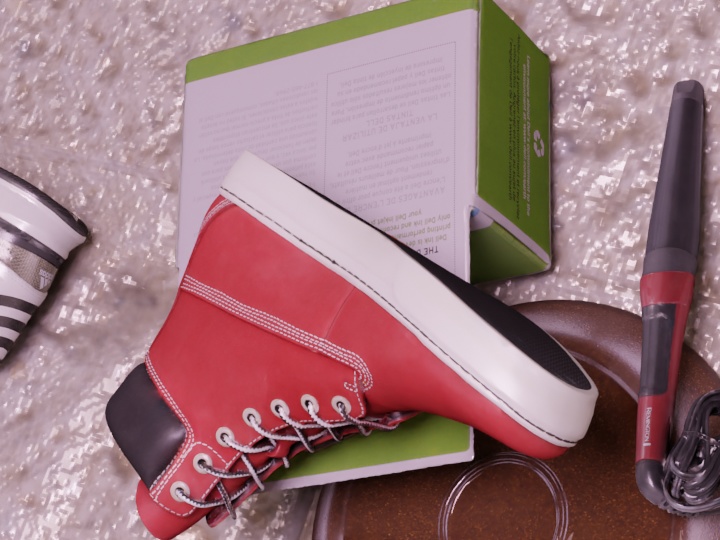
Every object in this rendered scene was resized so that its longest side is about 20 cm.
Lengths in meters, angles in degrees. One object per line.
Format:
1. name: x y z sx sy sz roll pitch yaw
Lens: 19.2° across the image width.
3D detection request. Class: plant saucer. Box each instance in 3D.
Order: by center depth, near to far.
1. plant saucer: 0.061 0.103 0.839 0.199 0.032 0.202 -12 65 26

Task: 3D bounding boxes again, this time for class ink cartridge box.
1. ink cartridge box: 0.000 0.000 0.883 0.147 0.076 0.202 -11 66 29

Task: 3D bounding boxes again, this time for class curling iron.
1. curling iron: 0.129 0.009 0.827 0.049 0.026 0.201 6 55 -5

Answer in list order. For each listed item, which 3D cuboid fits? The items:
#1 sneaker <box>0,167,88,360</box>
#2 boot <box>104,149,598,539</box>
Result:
1. sneaker: -0.234 -0.014 1.023 0.200 0.076 0.116 25 82 32
2. boot: -0.012 0.057 0.781 0.200 0.072 0.145 31 92 45
